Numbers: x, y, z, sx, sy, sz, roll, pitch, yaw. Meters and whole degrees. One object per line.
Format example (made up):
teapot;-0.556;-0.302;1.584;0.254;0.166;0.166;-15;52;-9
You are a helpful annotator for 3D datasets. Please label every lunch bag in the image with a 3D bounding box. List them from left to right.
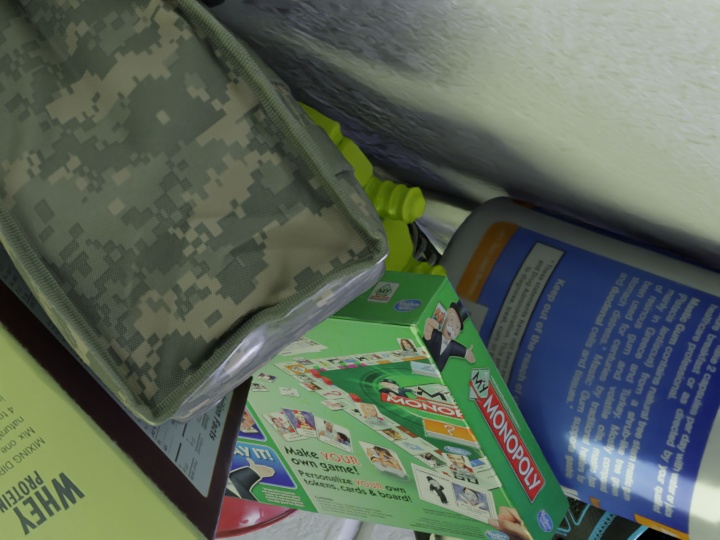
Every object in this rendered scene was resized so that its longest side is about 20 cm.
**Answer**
lunch bag;-0.084;-0.054;0.883;0.200;0.117;0.164;53;178;3

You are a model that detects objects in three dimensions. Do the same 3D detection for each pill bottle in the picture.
pill bottle;0.128;0.050;1.067;0.200;0.112;0.112;21;173;19

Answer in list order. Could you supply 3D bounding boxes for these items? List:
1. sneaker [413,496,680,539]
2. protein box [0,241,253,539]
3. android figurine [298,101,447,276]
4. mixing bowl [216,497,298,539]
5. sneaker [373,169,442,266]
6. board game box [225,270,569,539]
sneaker;0.100;0.111;1.168;0.200;0.082;0.073;-22;137;38
protein box;-0.183;0.056;0.992;0.200;0.198;0.135;48;-160;-16
android figurine;-0.057;-0.028;1.057;0.200;0.041;0.182;12;142;29
mixing bowl;-0.087;0.030;1.371;0.200;0.200;0.108;21;152;9
sneaker;0.000;0.000;1.137;0.200;0.067;0.090;42;166;-9
board game box;-0.023;0.051;1.069;0.200;0.029;0.135;6;138;39
